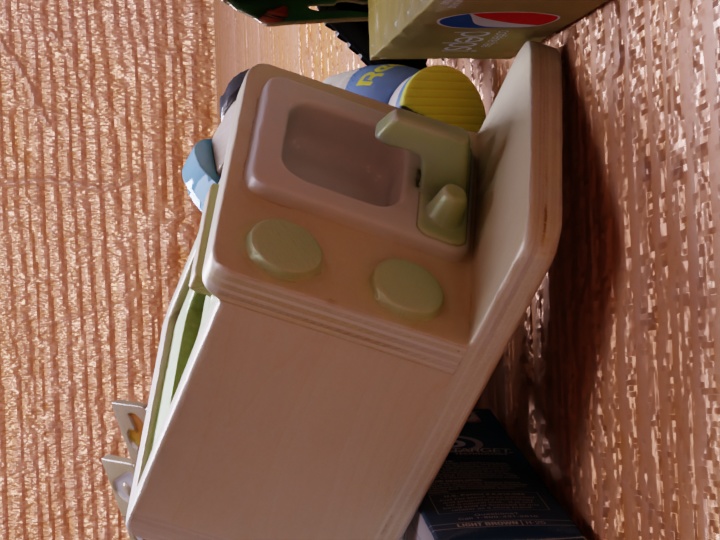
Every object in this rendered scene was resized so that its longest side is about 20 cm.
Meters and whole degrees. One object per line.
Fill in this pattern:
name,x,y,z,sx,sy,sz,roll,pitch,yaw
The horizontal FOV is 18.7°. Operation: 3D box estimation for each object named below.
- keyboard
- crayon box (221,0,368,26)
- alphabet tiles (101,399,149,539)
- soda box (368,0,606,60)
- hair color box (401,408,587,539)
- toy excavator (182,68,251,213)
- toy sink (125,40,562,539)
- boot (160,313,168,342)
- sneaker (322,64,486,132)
keyboard,-0.008,-0.133,1.103,0.040,0.104,0.200,-46,24,17
crayon box,-0.044,-0.176,1.026,0.200,0.126,0.051,39,126,40
alphabet tiles,-0.057,0.142,1.037,0.200,0.006,0.167,2,115,54
soda box,0.045,-0.123,0.821,0.200,0.064,0.068,167,102,-83
hair color box,0.044,0.128,0.901,0.200,0.060,0.101,-125,34,-77
toy excavator,-0.036,0.009,1.298,0.201,0.194,0.100,-58,21,21
toy sink,-0.012,0.005,0.843,0.131,0.111,0.201,-85,16,-49
boot,-0.025,0.103,1.109,0.071,0.143,0.202,-109,13,-63
sneaker,0.000,0.000,1.010,0.082,0.074,0.201,18,97,41
